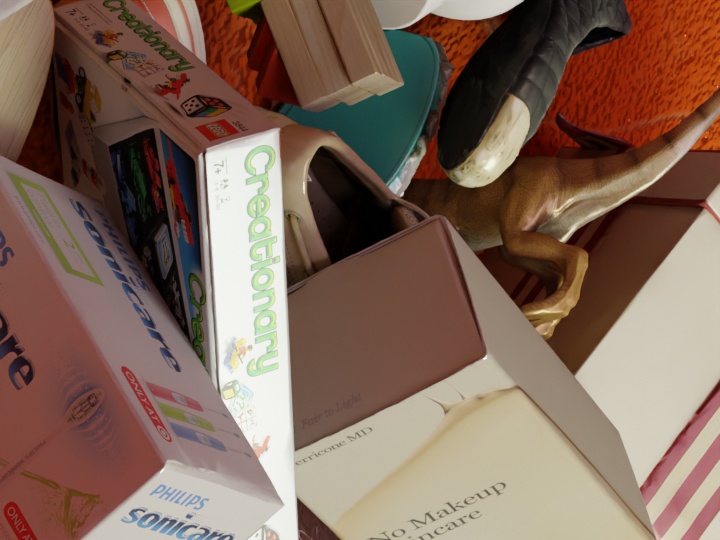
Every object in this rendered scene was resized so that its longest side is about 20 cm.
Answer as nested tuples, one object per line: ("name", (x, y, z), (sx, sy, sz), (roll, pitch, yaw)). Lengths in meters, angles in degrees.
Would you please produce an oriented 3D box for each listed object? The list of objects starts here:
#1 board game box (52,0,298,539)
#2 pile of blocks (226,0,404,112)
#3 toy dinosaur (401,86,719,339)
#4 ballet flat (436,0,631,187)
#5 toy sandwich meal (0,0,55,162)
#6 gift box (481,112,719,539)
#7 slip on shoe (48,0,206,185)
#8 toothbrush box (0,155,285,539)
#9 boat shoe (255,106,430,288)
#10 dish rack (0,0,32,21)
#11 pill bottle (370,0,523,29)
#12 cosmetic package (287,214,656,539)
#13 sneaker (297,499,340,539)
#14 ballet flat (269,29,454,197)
("board game box", (-0.069, 0.013, 1.123), (0.034, 0.126, 0.201), (-18, 125, -24))
("pile of blocks", (-0.052, -0.145, 1.186), (0.082, 0.062, 0.201), (-84, 149, -70))
("toy dinosaur", (0.080, -0.027, 1.319), (0.060, 0.199, 0.107), (31, 49, -66))
("ballet flat", (0.084, -0.091, 1.350), (0.057, 0.066, 0.200), (48, 36, -11))
("toy sandwich meal", (-0.197, -0.069, 1.043), (0.205, 0.070, 0.206), (-30, 132, -40))
("gift box", (0.141, 0.036, 1.423), (0.187, 0.184, 0.200), (-50, 118, -17))
("slip on shoe", (-0.092, -0.026, 1.209), (0.061, 0.074, 0.201), (-27, 125, -34))
("toothbrush box", (-0.150, 0.081, 1.063), (0.200, 0.146, 0.086), (-40, 152, 13))
("boat shoe", (0.000, 0.000, 1.226), (0.200, 0.065, 0.072), (50, 56, -49))
("dish rack", (-0.204, -0.127, 0.971), (0.200, 0.043, 0.172), (-37, 100, -34))
("pill bottle", (0.066, -0.180, 1.285), (0.200, 0.112, 0.113), (-36, 136, -36))
("cosmetic package", (0.037, 0.071, 1.227), (0.103, 0.073, 0.200), (-27, 145, 13))
("sneaker", (-0.038, 0.134, 1.323), (0.200, 0.115, 0.076), (-50, -175, -21))
("ballet flat", (-0.030, -0.018, 1.312), (0.201, 0.072, 0.072), (-57, 144, -9))
